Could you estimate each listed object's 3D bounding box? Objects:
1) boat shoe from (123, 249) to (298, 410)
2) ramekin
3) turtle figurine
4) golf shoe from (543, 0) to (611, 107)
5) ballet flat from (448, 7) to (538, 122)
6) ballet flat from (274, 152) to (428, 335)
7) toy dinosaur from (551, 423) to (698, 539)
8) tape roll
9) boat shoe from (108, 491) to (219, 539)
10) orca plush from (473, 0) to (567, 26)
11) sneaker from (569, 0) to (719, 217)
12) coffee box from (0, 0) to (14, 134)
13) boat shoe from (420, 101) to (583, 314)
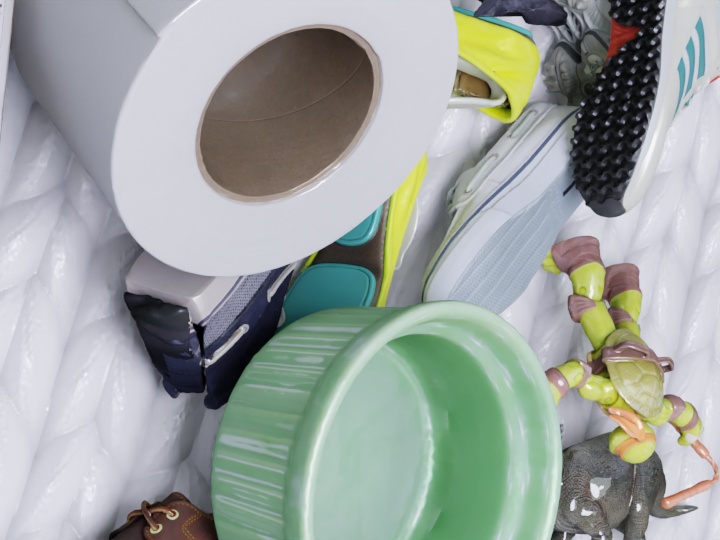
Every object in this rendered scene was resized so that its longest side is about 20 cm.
[{"bbox_3d":[-0.066,-0.009,0.941,0.200,0.074,0.093,-50,144,-38],"label":"boat shoe"},{"bbox_3d":[0.012,0.113,0.879,0.199,0.097,0.202,-5,97,-43],"label":"ramekin"},{"bbox_3d":[0.158,0.058,1.018,0.199,0.064,0.162,16,50,-32],"label":"turtle figurine"},{"bbox_3d":[0.156,-0.196,1.079,0.097,0.078,0.201,-34,112,-34],"label":"golf shoe"},{"bbox_3d":[0.029,-0.142,0.990,0.199,0.067,0.068,17,77,-30],"label":"ballet flat"},{"bbox_3d":[0.000,0.000,0.977,0.067,0.066,0.201,38,64,-53],"label":"ballet flat"},{"bbox_3d":[0.163,0.147,1.050,0.198,0.077,0.103,3,91,-27],"label":"toy dinosaur"},{"bbox_3d":[-0.068,-0.117,0.836,0.201,0.139,0.204,-22,139,-21],"label":"tape roll"},{"bbox_3d":[-0.103,0.159,0.897,0.199,0.070,0.071,-4,95,-39],"label":"boat shoe"},{"bbox_3d":[0.085,-0.221,1.018,0.105,0.071,0.201,-27,57,1],"label":"orca plush"},{"bbox_3d":[0.199,-0.122,1.020,0.093,0.070,0.201,21,75,-33],"label":"sneaker"},{"bbox_3d":[-0.230,-0.110,0.817,0.079,0.114,0.202,8,81,-27],"label":"coffee box"},{"bbox_3d":[0.089,-0.037,1.029,0.200,0.066,0.074,-44,140,-33],"label":"boat shoe"}]
